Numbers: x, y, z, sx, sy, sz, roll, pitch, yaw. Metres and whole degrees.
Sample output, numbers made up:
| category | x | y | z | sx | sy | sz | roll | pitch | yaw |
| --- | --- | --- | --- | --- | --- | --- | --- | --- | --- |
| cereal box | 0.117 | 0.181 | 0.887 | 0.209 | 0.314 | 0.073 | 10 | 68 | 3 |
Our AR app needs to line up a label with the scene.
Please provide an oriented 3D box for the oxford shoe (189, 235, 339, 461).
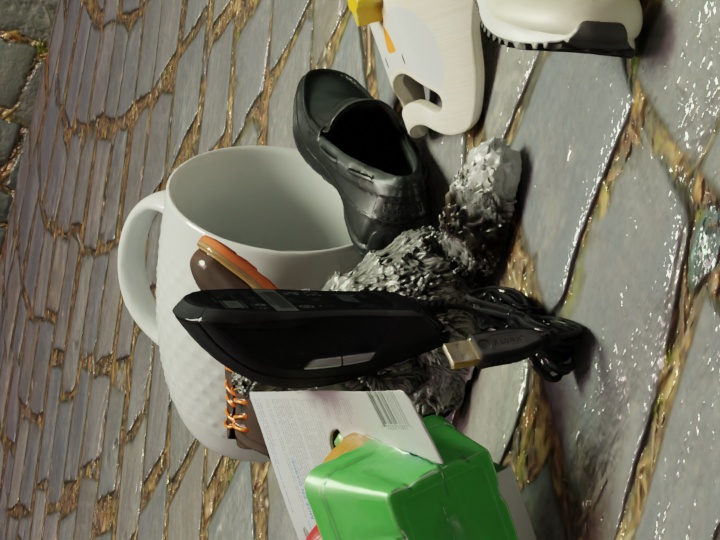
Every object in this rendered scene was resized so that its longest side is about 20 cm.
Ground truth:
| category | x | y | z | sx | sy | sz | roll | pitch | yaw |
| --- | --- | --- | --- | --- | --- | --- | --- | --- | --- |
| oxford shoe | -0.056 | 0.070 | 1.459 | 0.201 | 0.072 | 0.071 | 58 | 166 | -21 |

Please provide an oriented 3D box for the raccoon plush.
| category | x | y | z | sx | sy | sz | roll | pitch | yaw |
| --- | --- | --- | --- | --- | --- | --- | --- | --- | --- |
| raccoon plush | 0.000 | 0.000 | 1.367 | 0.097 | 0.133 | 0.201 | -111 | 32 | -64 |

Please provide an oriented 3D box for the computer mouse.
| category | x | y | z | sx | sy | sz | roll | pitch | yaw |
| --- | --- | --- | --- | --- | --- | --- | --- | --- | --- |
| computer mouse | 0.012 | 0.041 | 1.203 | 0.140 | 0.199 | 0.046 | -153 | 64 | -68 |

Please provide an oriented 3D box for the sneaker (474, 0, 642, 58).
| category | x | y | z | sx | sy | sz | roll | pitch | yaw |
| --- | --- | --- | --- | --- | --- | --- | --- | --- | --- |
| sneaker | 0.096 | -0.170 | 1.211 | 0.200 | 0.070 | 0.094 | -112 | 27 | -68 |

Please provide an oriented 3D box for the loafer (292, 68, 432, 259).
| category | x | y | z | sx | sy | sz | roll | pitch | yaw |
| --- | --- | --- | --- | --- | --- | --- | --- | --- | --- |
| loafer | 0.003 | -0.081 | 1.529 | 0.201 | 0.068 | 0.071 | -116 | 28 | -53 |

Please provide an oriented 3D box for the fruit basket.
| category | x | y | z | sx | sy | sz | roll | pitch | yaw |
| --- | --- | --- | --- | --- | --- | --- | --- | --- | --- |
| fruit basket | 0.017 | 0.144 | 1.225 | 0.200 | 0.093 | 0.186 | -5 | 105 | 70 |

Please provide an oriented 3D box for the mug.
| category | x | y | z | sx | sy | sz | roll | pitch | yaw |
| --- | --- | --- | --- | --- | --- | --- | --- | --- | --- |
| mug | -0.082 | 0.019 | 1.590 | 0.199 | 0.147 | 0.176 | 26 | 124 | 29 |

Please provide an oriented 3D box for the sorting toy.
| category | x | y | z | sx | sy | sz | roll | pitch | yaw |
| --- | --- | --- | --- | --- | --- | --- | --- | --- | --- |
| sorting toy | 0.034 | -0.171 | 1.459 | 0.200 | 0.106 | 0.181 | -177 | 76 | -76 |
